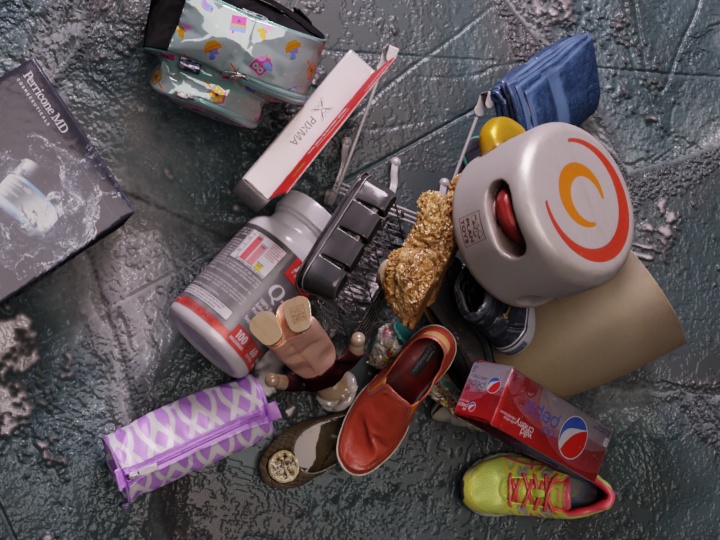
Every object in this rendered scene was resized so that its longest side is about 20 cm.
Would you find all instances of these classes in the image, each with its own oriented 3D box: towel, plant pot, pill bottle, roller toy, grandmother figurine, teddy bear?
[{"bbox_3d":[0.230,-0.207,1.494,0.200,0.048,0.113,-39,121,-45],"label":"towel"},{"bbox_3d":[0.252,0.070,1.486,0.199,0.187,0.188,-35,97,0],"label":"plant pot"},{"bbox_3d":[-0.112,0.012,1.398,0.116,0.116,0.200,44,74,-10],"label":"pill bottle"},{"bbox_3d":[0.195,-0.059,1.362,0.200,0.139,0.184,41,53,-21],"label":"roller toy"},{"bbox_3d":[-0.049,0.100,1.387,0.120,0.201,0.061,-16,56,9],"label":"grandmother figurine"},{"bbox_3d":[0.076,-0.027,1.403,0.066,0.145,0.201,25,66,12],"label":"teddy bear"}]

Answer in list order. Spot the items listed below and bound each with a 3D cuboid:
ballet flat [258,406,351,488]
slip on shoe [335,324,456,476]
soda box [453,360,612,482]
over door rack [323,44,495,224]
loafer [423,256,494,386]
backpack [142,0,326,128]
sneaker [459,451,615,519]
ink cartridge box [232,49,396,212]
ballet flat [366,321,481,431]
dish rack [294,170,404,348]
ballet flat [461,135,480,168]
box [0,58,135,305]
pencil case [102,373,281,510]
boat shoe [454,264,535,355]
[{"bbox_3d":[-0.026,0.198,1.450,0.198,0.046,0.068,-21,92,-16],"label":"ballet flat"},{"bbox_3d":[0.037,0.147,1.405,0.074,0.061,0.201,38,95,9],"label":"slip on shoe"},{"bbox_3d":[0.199,0.173,1.404,0.199,0.063,0.071,32,76,-36],"label":"soda box"},{"bbox_3d":[0.057,-0.149,1.475,0.146,0.067,0.202,20,102,-14],"label":"over door rack"},{"bbox_3d":[0.108,0.083,1.463,0.071,0.073,0.202,-12,60,-10],"label":"loafer"},{"bbox_3d":[-0.142,-0.243,1.376,0.197,0.176,0.155,11,100,-13],"label":"backpack"},{"bbox_3d":[0.218,0.263,1.497,0.197,0.090,0.079,1,88,-15],"label":"sneaker"},{"bbox_3d":[-0.056,-0.163,1.393,0.045,0.176,0.201,40,77,-8],"label":"ink cartridge box"},{"bbox_3d":[0.090,0.140,1.487,0.199,0.076,0.064,40,108,-7],"label":"ballet flat"},{"bbox_3d":[0.000,0.000,1.407,0.054,0.200,0.154,26,71,20],"label":"dish rack"},{"bbox_3d":[0.220,-0.116,1.526,0.197,0.073,0.074,8,85,-11],"label":"ballet flat"},{"bbox_3d":[-0.380,-0.085,1.326,0.199,0.117,0.198,-36,97,-16],"label":"box"},{"bbox_3d":[-0.192,0.186,1.383,0.198,0.085,0.085,-25,96,-17],"label":"pencil case"},{"bbox_3d":[0.158,-0.003,1.450,0.091,0.070,0.202,39,35,-33],"label":"boat shoe"}]
